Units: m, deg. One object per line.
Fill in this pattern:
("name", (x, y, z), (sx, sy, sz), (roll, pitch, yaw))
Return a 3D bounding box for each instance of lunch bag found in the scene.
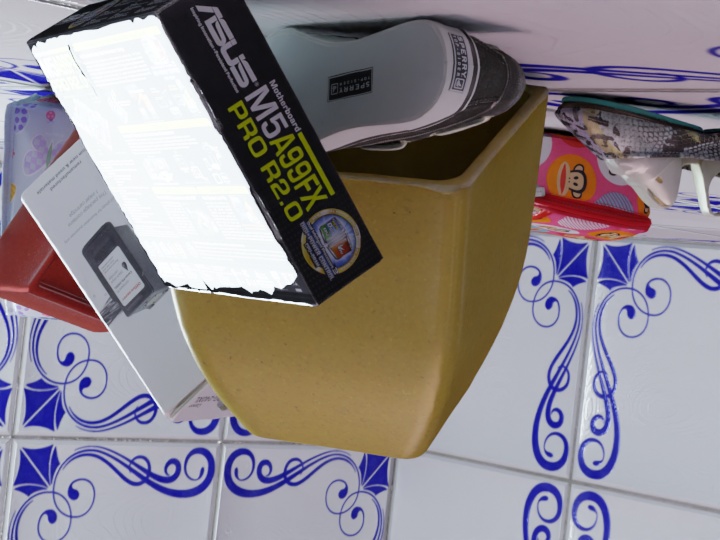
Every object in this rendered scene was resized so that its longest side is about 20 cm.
("lunch bag", (0.138, -0.078, 1.572), (0.176, 0.082, 0.200), (11, 176, -25))
("lunch bag", (-0.229, -0.047, 1.639), (0.170, 0.200, 0.127), (8, -166, 4))

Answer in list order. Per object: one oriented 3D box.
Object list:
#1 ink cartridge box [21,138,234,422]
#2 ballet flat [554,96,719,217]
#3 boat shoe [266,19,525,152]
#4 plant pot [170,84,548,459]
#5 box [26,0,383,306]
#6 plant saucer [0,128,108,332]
("ink cartridge box", (-0.130, 0.003, 1.335), (0.083, 0.200, 0.145), (-41, 164, 18))
("ballet flat", (0.222, -0.071, 1.236), (0.200, 0.072, 0.072), (7, 180, -19))
("boat shoe", (0.006, -0.095, 1.007), (0.064, 0.071, 0.200), (8, 177, -38))
("plant pot", (0.000, 0.000, 1.139), (0.195, 0.200, 0.194), (6, -156, 19))
("box", (-0.084, -0.064, 0.939), (0.044, 0.160, 0.200), (-34, -164, -22))
("plant saucer", (-0.193, -0.040, 1.478), (0.037, 0.200, 0.200), (36, -177, 24))
